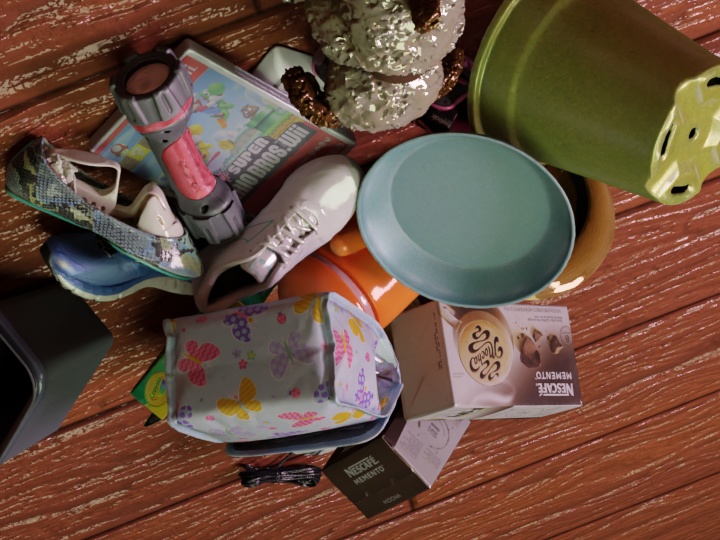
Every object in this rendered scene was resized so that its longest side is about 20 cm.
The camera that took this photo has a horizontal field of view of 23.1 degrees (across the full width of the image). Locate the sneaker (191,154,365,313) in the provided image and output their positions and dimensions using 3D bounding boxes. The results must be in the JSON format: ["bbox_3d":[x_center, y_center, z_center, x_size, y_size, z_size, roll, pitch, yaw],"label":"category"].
[{"bbox_3d":[-0.073,-0.025,1.596,0.200,0.080,0.070,-40,108,14],"label":"sneaker"}]

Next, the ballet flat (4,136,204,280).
[{"bbox_3d":[-0.214,-0.057,1.550,0.199,0.074,0.074,25,127,-22],"label":"ballet flat"}]

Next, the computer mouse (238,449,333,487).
[{"bbox_3d":[-0.049,0.199,2.063,0.109,0.044,0.200,12,133,-39],"label":"computer mouse"}]

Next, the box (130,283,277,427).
[{"bbox_3d":[-0.156,0.065,1.758,0.048,0.117,0.200,38,121,-4],"label":"box"}]

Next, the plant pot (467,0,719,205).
[{"bbox_3d":[0.228,-0.153,1.549,0.200,0.184,0.201,-30,137,-34],"label":"plant pot"}]

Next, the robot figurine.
[{"bbox_3d":[0.000,-0.001,1.718,0.200,0.117,0.144,-43,-164,-22],"label":"robot figurine"}]

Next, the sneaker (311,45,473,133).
[{"bbox_3d":[0.047,-0.162,1.571,0.199,0.096,0.079,10,128,-39],"label":"sneaker"}]

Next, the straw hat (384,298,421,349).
[{"bbox_3d":[-0.009,0.102,1.910,0.200,0.085,0.202,-15,144,-11],"label":"straw hat"}]

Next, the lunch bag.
[{"bbox_3d":[-0.065,0.102,1.610,0.169,0.128,0.200,-9,166,16],"label":"lunch bag"}]

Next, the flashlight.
[{"bbox_3d":[-0.151,-0.102,1.519,0.068,0.068,0.200,-15,137,9],"label":"flashlight"}]

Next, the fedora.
[{"bbox_3d":[0.151,-0.054,1.722,0.200,0.202,0.082,-8,163,-21],"label":"fedora"}]

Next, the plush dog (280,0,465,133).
[{"bbox_3d":[0.026,-0.189,1.455,0.199,0.161,0.172,-11,136,-19],"label":"plush dog"}]

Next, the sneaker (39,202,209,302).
[{"bbox_3d":[-0.207,-0.028,1.643,0.199,0.079,0.089,-5,136,-38],"label":"sneaker"}]

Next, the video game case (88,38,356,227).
[{"bbox_3d":[-0.122,-0.115,1.576,0.200,0.018,0.143,27,125,-36],"label":"video game case"}]

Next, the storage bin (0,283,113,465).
[{"bbox_3d":[-0.339,0.097,1.691,0.134,0.146,0.200,-26,159,-50],"label":"storage bin"}]

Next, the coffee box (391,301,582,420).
[{"bbox_3d":[0.136,0.098,1.872,0.199,0.114,0.080,4,162,-42],"label":"coffee box"}]

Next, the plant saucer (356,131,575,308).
[{"bbox_3d":[0.097,-0.052,1.589,0.199,0.036,0.201,8,132,9],"label":"plant saucer"}]

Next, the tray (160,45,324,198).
[{"bbox_3d":[-0.091,-0.120,1.618,0.107,0.022,0.200,11,134,-41],"label":"tray"}]

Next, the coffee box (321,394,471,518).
[{"bbox_3d":[0.057,0.164,1.921,0.080,0.200,0.113,47,134,-11],"label":"coffee box"}]
